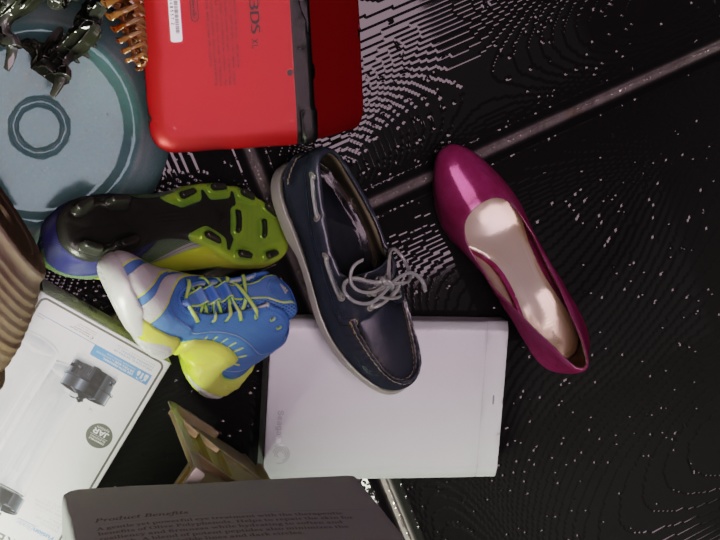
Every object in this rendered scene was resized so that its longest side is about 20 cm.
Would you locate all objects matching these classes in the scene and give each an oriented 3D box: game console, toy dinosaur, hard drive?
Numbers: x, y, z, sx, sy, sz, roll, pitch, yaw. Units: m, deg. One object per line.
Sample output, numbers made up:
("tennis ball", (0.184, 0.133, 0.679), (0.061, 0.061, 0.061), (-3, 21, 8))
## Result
("game console", (-0.076, -0.194, 0.996), (0.171, 0.119, 0.202), (-5, 101, -9))
("toy dinosaur", (-0.195, -0.197, 0.908), (0.136, 0.200, 0.102), (-46, 123, 9))
("hard drive", (0.019, 0.103, 1.116), (0.198, 0.026, 0.133), (1, 99, -15))

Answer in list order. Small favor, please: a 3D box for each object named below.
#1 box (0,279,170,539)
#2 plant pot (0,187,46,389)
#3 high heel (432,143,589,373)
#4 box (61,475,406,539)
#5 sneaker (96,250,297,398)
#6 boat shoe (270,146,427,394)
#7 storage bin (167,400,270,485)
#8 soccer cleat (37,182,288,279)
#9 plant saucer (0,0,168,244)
("box", (-0.242, 0.122, 1.033), (0.116, 0.060, 0.201), (32, 91, -18))
("plant pot", (-0.277, -0.016, 0.923), (0.092, 0.201, 0.202), (-32, 106, -3))
("high heel", (0.121, -0.008, 1.085), (0.067, 0.096, 0.201), (-26, 105, -8))
("box", (-0.077, 0.246, 0.835), (0.197, 0.171, 0.202), (-1, 102, -17))
("sneaker", (-0.110, 0.020, 0.992), (0.105, 0.200, 0.076), (-33, 63, 1))
("boat shoe", (0.000, 0.000, 1.054), (0.075, 0.062, 0.201), (-24, 93, -38))
("storage bin", (-0.151, 0.219, 1.002), (0.093, 0.199, 0.201), (34, 90, -16))
("soccer cleat", (-0.147, -0.026, 1.029), (0.199, 0.084, 0.065), (-1, 75, -37))
("plant saucer", (-0.236, -0.106, 1.007), (0.198, 0.036, 0.202), (-3, 100, -15))
